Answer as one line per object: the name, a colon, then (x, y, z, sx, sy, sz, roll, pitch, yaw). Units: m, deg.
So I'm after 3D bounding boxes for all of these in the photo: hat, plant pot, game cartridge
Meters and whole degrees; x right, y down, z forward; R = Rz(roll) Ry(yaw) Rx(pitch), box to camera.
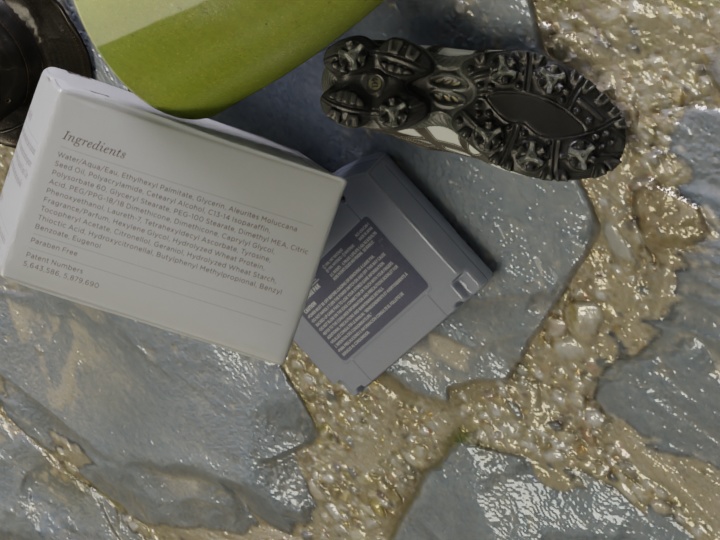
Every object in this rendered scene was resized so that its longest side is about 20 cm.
hat: (-0.301, -0.159, 1.878, 0.200, 0.081, 0.201, 26, 136, 27)
plant pot: (-0.050, -0.211, 1.532, 0.199, 0.187, 0.188, -17, 111, 35)
game cartridge: (0.000, 0.000, 1.761, 0.133, 0.041, 0.200, 45, 142, -2)

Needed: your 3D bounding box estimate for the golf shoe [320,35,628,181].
golf shoe: (0.075, -0.107, 1.576, 0.199, 0.094, 0.078, 17, 93, 8)

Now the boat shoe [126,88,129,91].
boat shoe: (-0.140, -0.160, 1.733, 0.071, 0.064, 0.200, 37, 141, 14)

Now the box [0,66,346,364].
box: (-0.134, -0.041, 1.650, 0.199, 0.131, 0.199, 18, -175, -12)
